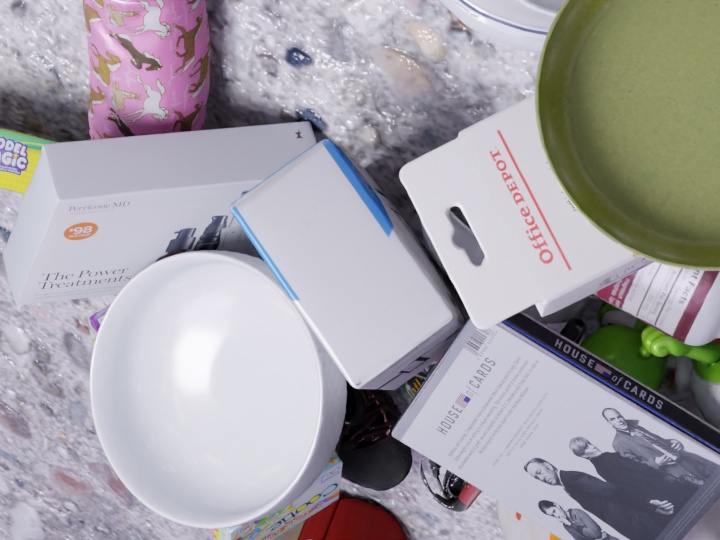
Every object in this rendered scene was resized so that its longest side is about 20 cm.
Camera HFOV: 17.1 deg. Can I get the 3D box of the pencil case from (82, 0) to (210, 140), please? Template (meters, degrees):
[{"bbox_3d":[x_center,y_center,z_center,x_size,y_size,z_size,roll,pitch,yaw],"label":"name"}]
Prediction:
[{"bbox_3d":[-0.151,-0.148,1.669,0.087,0.083,0.200,46,153,30],"label":"pencil case"}]

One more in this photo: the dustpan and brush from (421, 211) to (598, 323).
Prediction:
[{"bbox_3d":[0.094,-0.006,1.587,0.139,0.200,0.057,33,110,3],"label":"dustpan and brush"}]

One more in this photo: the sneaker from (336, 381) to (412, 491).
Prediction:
[{"bbox_3d":[-0.010,0.110,1.821,0.200,0.076,0.116,56,176,-28],"label":"sneaker"}]

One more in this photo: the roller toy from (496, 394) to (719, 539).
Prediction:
[{"bbox_3d":[0.194,0.161,1.701,0.200,0.140,0.183,-16,121,48],"label":"roller toy"}]

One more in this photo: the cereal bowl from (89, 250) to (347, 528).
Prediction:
[{"bbox_3d":[-0.091,0.083,1.712,0.200,0.083,0.201,1,91,31],"label":"cereal bowl"}]

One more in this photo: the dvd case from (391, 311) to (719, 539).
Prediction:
[{"bbox_3d":[0.135,0.114,1.574,0.200,0.025,0.150,32,136,0],"label":"dvd case"}]

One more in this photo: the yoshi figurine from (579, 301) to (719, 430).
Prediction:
[{"bbox_3d":[0.220,0.082,1.575,0.200,0.113,0.112,27,-176,38],"label":"yoshi figurine"}]

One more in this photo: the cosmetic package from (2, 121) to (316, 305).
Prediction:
[{"bbox_3d":[-0.142,-0.040,1.706,0.151,0.200,0.052,119,138,-53],"label":"cosmetic package"}]

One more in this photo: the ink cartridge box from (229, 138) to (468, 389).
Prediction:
[{"bbox_3d":[0.000,0.000,1.603,0.146,0.084,0.200,54,-175,6],"label":"ink cartridge box"}]

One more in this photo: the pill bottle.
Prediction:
[{"bbox_3d":[0.194,-0.024,1.508,0.200,0.114,0.114,28,144,8],"label":"pill bottle"}]

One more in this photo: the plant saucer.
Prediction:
[{"bbox_3d":[0.200,-0.097,1.377,0.200,0.200,0.031,30,175,6],"label":"plant saucer"}]

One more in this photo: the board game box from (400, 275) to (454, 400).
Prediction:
[{"bbox_3d":[0.075,0.084,1.808,0.105,0.023,0.200,-13,123,43],"label":"board game box"}]

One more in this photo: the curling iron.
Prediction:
[{"bbox_3d":[0.100,0.101,1.667,0.050,0.026,0.200,45,130,10],"label":"curling iron"}]

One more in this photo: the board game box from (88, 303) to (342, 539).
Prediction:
[{"bbox_3d":[-0.111,0.106,1.828,0.200,0.105,0.103,55,166,16],"label":"board game box"}]

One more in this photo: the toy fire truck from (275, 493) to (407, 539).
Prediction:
[{"bbox_3d":[0.025,0.283,2.009,0.200,0.129,0.176,-4,130,26],"label":"toy fire truck"}]

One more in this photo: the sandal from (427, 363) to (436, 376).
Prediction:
[{"bbox_3d":[0.081,0.066,1.685,0.043,0.076,0.200,51,163,11],"label":"sandal"}]

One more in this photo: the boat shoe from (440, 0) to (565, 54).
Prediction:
[{"bbox_3d":[0.066,-0.200,1.439,0.200,0.074,0.067,30,147,8],"label":"boat shoe"}]

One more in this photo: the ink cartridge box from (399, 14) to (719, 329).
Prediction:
[{"bbox_3d":[0.135,-0.052,1.426,0.117,0.200,0.068,64,179,10],"label":"ink cartridge box"}]

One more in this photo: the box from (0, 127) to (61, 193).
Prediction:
[{"bbox_3d":[-0.265,-0.083,1.815,0.200,0.048,0.117,12,180,26],"label":"box"}]
